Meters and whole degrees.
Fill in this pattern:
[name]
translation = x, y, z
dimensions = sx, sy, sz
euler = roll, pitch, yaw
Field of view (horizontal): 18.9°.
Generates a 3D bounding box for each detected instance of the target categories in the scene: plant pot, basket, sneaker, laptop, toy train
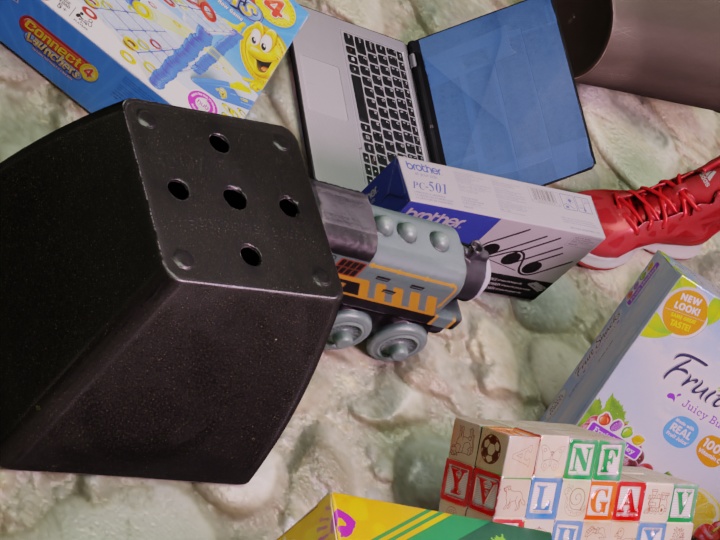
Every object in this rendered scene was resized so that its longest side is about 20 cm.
[plant pot]
translation = -0.127, 0.002, 1.381
dimensions = 0.199, 0.177, 0.200
euler = 8, 52, -37
[basket]
translation = 0.259, -0.228, 1.967
dimensions = 0.199, 0.136, 0.181
euler = -2, 64, -39
[sneaker]
translation = 0.251, -0.063, 1.826
dimensions = 0.199, 0.116, 0.079
euler = -8, 63, -46
[laptop]
translation = 0.059, -0.148, 1.725
dimensions = 0.199, 0.116, 0.188
euler = 16, 47, -32
[toy train]
translation = 0.000, 0.000, 1.543
dimensions = 0.199, 0.114, 0.086
euler = 15, 48, -35

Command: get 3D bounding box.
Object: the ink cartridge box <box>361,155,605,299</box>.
[ink cartridge box]
translation = 0.083, -0.030, 1.664
dimensions = 0.199, 0.094, 0.044
euler = 10, 51, -37

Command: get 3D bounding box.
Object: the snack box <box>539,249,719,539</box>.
[snack box]
translation = 0.263, 0.108, 1.646
dimensions = 0.200, 0.169, 0.068
euler = 31, 10, -20

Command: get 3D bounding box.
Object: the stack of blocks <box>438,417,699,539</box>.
[stack of blocks]
translation = 0.148, 0.170, 1.532
dimensions = 0.199, 0.058, 0.116
euler = 7, 94, -39

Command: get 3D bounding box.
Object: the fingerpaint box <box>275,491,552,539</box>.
[fingerpaint box]
translation = -0.002, 0.220, 1.288
dimensions = 0.166, 0.200, 0.074
euler = 15, 49, -34

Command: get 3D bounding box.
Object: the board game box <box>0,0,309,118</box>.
[board game box]
translation = -0.157, -0.188, 1.611
dimensions = 0.200, 0.056, 0.196
euler = 38, 40, -10
